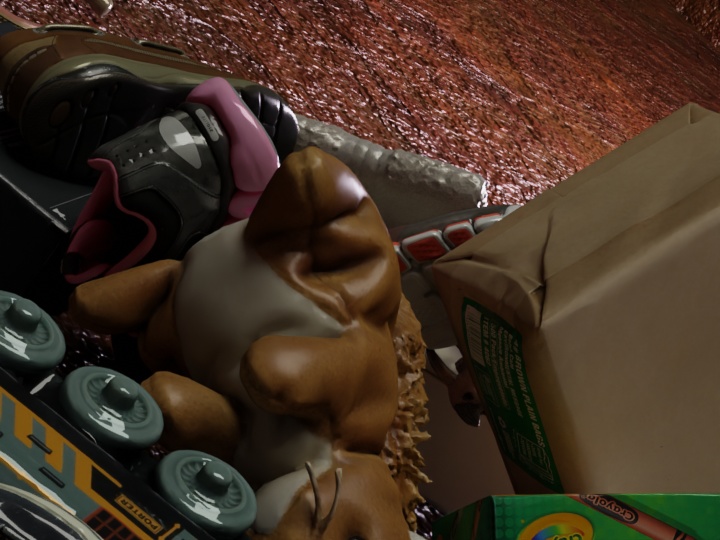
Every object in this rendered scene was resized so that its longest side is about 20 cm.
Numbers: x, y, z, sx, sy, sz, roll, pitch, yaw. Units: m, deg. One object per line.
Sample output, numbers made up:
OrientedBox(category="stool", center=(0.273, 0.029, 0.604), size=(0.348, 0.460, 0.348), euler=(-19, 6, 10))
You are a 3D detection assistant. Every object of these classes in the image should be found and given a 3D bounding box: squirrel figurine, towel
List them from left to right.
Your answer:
OrientedBox(category="squirrel figurine", center=(-0.014, 0.076, 1.062), size=(0.200, 0.141, 0.188), euler=(31, 34, -64))
OrientedBox(category="towel", center=(0.013, -0.026, 1.391), size=(0.132, 0.035, 0.200), euler=(18, -22, 9))

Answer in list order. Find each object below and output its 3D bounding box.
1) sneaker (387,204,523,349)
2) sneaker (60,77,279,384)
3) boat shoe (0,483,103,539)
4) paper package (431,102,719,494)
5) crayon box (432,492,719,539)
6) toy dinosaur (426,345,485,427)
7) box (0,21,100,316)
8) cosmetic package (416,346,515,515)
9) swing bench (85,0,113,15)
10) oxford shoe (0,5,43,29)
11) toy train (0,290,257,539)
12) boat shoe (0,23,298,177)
OrientedBox(category="sneaker", center=(0.000, 0.000, 1.225), size=(0.082, 0.199, 0.077), euler=(-101, 168, -50))
OrientedBox(category="sneaker", center=(-0.105, -0.006, 1.118), size=(0.095, 0.201, 0.079), euler=(-26, 63, -31))
OrientedBox(category="boat shoe", center=(-0.162, 0.100, 0.848), size=(0.199, 0.075, 0.062), euler=(33, 21, 4))
OrientedBox(category="paper package", center=(0.157, 0.048, 1.192), size=(0.103, 0.190, 0.201), euler=(29, -35, 54))
OrientedBox(category="crayon box", center=(0.101, 0.131, 1.031), size=(0.118, 0.059, 0.200), euler=(0, -9, -5))
OrientedBox(category="toy dinosaur", center=(0.089, 0.022, 1.306), size=(0.135, 0.086, 0.200), euler=(13, 13, -14))
OrientedBox(category="box", center=(-0.183, -0.049, 1.200), size=(0.141, 0.079, 0.200), euler=(37, 16, 6))
OrientedBox(category="cosmetic package", center=(0.014, 0.055, 1.330), size=(0.199, 0.073, 0.104), euler=(34, 16, -4))
OrientedBox(category="swing bench", center=(-0.215, -0.304, 1.763), size=(0.199, 0.130, 0.199), euler=(32, 16, 4))
OrientedBox(category="oxford shoe", center=(-0.200, -0.105, 1.377), size=(0.199, 0.071, 0.074), euler=(30, 42, -24))
OrientedBox(category="toy train", center=(-0.127, 0.087, 0.944), size=(0.200, 0.085, 0.114), euler=(39, 26, 9))
OrientedBox(category="boat shoe", center=(-0.108, -0.086, 1.197), size=(0.074, 0.076, 0.200), euler=(44, 16, 30))
